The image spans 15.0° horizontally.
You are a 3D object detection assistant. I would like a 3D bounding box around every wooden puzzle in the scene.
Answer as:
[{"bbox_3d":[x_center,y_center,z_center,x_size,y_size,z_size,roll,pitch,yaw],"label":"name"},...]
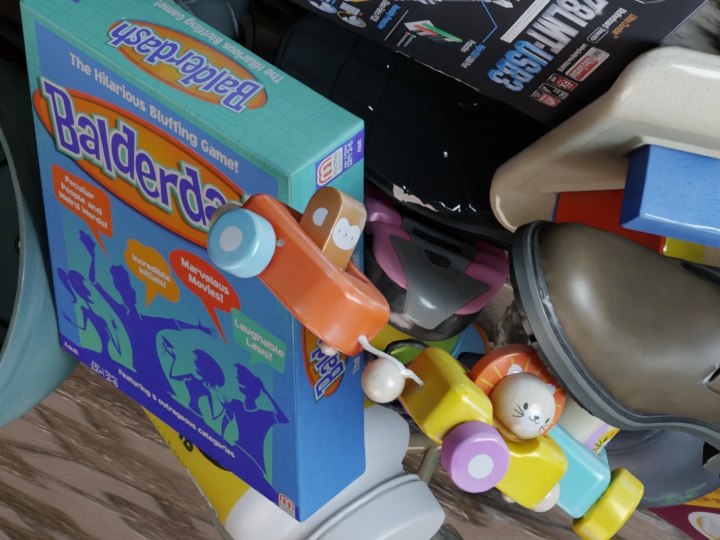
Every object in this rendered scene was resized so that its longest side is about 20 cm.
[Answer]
[{"bbox_3d":[0.154,-0.017,1.002,0.184,0.047,0.200,12,166,-9],"label":"wooden puzzle"}]

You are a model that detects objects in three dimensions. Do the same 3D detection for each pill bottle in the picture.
[{"bbox_3d":[-0.046,0.072,1.432,0.200,0.112,0.113,53,172,16],"label":"pill bottle"}]

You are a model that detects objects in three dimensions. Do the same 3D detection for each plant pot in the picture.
[{"bbox_3d":[-0.189,-0.013,1.281,0.199,0.202,0.134,16,-171,33],"label":"plant pot"}]

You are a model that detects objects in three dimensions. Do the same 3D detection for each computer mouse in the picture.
[{"bbox_3d":[0.089,0.074,1.228,0.199,0.053,0.138,6,167,33],"label":"computer mouse"}]

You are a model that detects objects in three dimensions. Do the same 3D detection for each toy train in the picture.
[{"bbox_3d":[0.037,0.028,1.004,0.150,0.056,0.200,47,-170,36],"label":"toy train"}]

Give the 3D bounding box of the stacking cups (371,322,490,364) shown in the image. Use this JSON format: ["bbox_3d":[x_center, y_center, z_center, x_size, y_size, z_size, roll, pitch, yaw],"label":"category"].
[{"bbox_3d":[0.037,0.044,1.450,0.060,0.061,0.200,16,162,32],"label":"stacking cups"}]

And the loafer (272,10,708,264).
[{"bbox_3d":[0.050,-0.043,1.126,0.199,0.073,0.072,29,169,-8],"label":"loafer"}]

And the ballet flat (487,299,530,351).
[{"bbox_3d":[0.120,0.011,1.234,0.072,0.072,0.200,33,161,-28],"label":"ballet flat"}]

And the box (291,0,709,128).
[{"bbox_3d":[0.014,-0.128,0.926,0.198,0.050,0.200,23,167,-6],"label":"box"}]

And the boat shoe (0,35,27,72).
[{"bbox_3d":[-0.200,-0.089,1.366,0.199,0.072,0.068,27,166,-5],"label":"boat shoe"}]

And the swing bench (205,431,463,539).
[{"bbox_3d":[0.014,0.177,1.810,0.199,0.130,0.199,14,162,37],"label":"swing bench"}]

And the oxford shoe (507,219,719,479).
[{"bbox_3d":[0.129,0.020,0.978,0.084,0.073,0.200,-27,146,34],"label":"oxford shoe"}]

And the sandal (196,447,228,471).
[{"bbox_3d":[-0.075,-0.001,1.346,0.082,0.054,0.201,2,110,67],"label":"sandal"}]

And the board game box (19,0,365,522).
[{"bbox_3d":[-0.066,-0.011,1.118,0.152,0.045,0.201,33,143,30],"label":"board game box"}]

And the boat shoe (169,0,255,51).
[{"bbox_3d":[-0.062,-0.043,1.188,0.073,0.062,0.201,29,144,36],"label":"boat shoe"}]

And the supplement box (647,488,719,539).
[{"bbox_3d":[0.227,0.108,1.314,0.200,0.086,0.110,34,163,-29],"label":"supplement box"}]

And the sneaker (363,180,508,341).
[{"bbox_3d":[0.000,0.000,1.177,0.079,0.096,0.200,31,-170,-19],"label":"sneaker"}]
